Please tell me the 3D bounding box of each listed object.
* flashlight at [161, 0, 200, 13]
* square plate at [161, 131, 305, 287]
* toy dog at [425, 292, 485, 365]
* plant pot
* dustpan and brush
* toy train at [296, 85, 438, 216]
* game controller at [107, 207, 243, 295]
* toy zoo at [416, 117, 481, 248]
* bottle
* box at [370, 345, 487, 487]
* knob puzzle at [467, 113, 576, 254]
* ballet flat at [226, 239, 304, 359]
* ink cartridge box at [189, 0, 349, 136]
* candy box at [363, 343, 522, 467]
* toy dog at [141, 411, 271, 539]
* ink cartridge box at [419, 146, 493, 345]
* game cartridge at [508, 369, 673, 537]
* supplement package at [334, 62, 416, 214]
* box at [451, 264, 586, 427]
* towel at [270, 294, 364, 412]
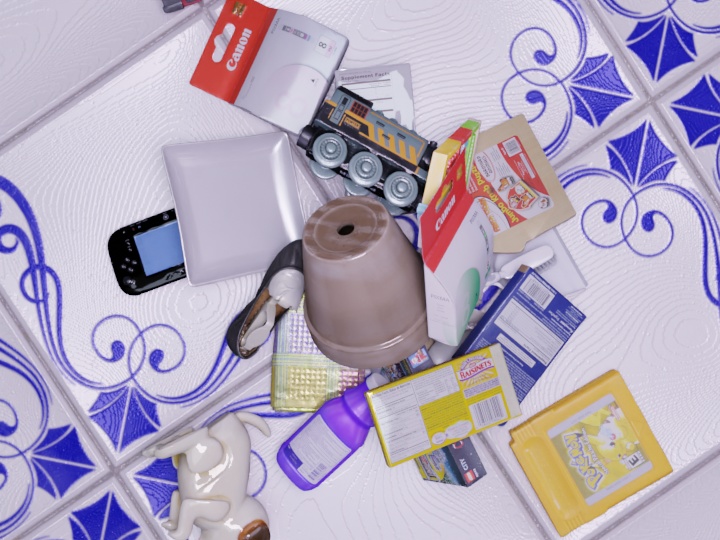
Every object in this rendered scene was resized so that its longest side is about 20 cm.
[{"bbox_3d":[-0.207,-0.442,1.128,0.198,0.068,0.068,-21,114,-4],"label":"flashlight"},{"bbox_3d":[-0.178,-0.092,1.111,0.196,0.028,0.203,-12,90,-28],"label":"square plate"},{"bbox_3d":[0.153,0.108,1.115,0.131,0.096,0.201,37,90,-1],"label":"toy dog"},{"bbox_3d":[0.000,0.000,1.025,0.197,0.175,0.202,-10,47,10],"label":"plant pot"},{"bbox_3d":[0.218,0.003,1.115,0.198,0.057,0.141,-26,71,0],"label":"dustpan and brush"},{"bbox_3d":[0.017,-0.156,1.009,0.198,0.085,0.115,28,80,-2],"label":"toy train"},{"bbox_3d":[-0.275,-0.039,1.137,0.198,0.042,0.106,-20,91,-1],"label":"game controller"},{"bbox_3d":[0.115,-0.114,1.014,0.020,0.200,0.133,17,120,16],"label":"toy zoo"},{"bbox_3d":[-0.033,0.230,1.106,0.084,0.065,0.200,45,106,5],"label":"bottle"},{"bbox_3d":[0.091,0.207,1.094,0.037,0.136,0.202,-26,91,-25],"label":"box"},{"bbox_3d":[0.192,-0.111,1.137,0.216,0.030,0.223,-2,77,10],"label":"knob puzzle"},{"bbox_3d":[-0.123,0.050,1.104,0.068,0.069,0.201,27,106,-28],"label":"ballet flat"},{"bbox_3d":[-0.138,-0.310,1.135,0.198,0.057,0.164,25,90,-5],"label":"ink cartridge box"},{"bbox_3d":[0.111,0.177,1.016,0.198,0.026,0.104,-18,87,-13],"label":"candy box"},{"bbox_3d":[-0.205,0.322,1.108,0.192,0.139,0.202,-21,89,-37],"label":"toy dog"},{"bbox_3d":[0.129,-0.030,0.987,0.049,0.202,0.162,14,45,21],"label":"ink cartridge box"},{"bbox_3d":[0.343,0.275,1.151,0.198,0.032,0.178,-30,90,-1],"label":"game cartridge"},{"bbox_3d":[0.025,-0.182,1.104,0.108,0.114,0.203,-6,89,-2],"label":"supplement package"},{"bbox_3d":[0.213,0.107,1.073,0.121,0.032,0.201,38,88,-16],"label":"box"},{"bbox_3d":[-0.062,0.120,1.150,0.141,0.023,0.203,2,90,0],"label":"towel"}]
